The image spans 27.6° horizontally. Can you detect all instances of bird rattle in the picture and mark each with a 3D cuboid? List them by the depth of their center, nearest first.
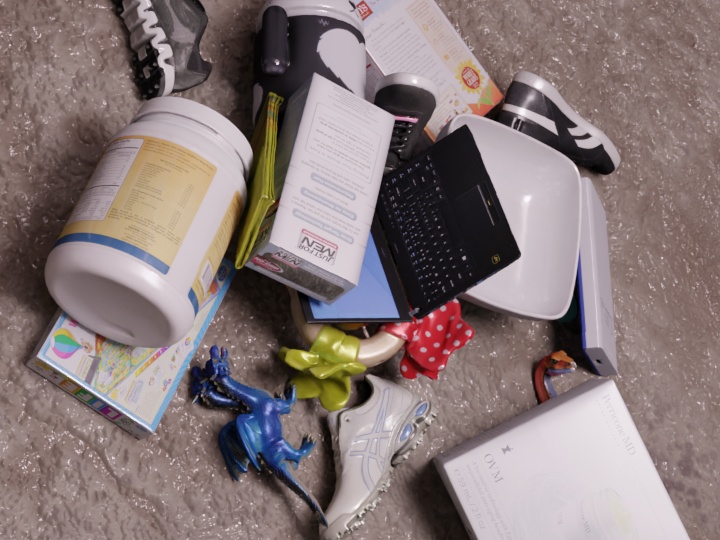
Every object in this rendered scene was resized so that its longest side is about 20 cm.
[{"bbox_3d":[0.006,0.048,1.482,0.198,0.113,0.164,-21,81,-14],"label":"bird rattle"}]

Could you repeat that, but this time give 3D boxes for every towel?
[{"bbox_3d":[-0.098,-0.090,1.419,0.018,0.087,0.201,15,33,-11],"label":"towel"}]

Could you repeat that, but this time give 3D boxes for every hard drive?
[{"bbox_3d":[0.272,0.009,1.709,0.132,0.025,0.202,44,42,-65],"label":"hard drive"}]

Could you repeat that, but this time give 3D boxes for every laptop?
[{"bbox_3d":[0.031,-0.049,1.460,0.103,0.199,0.178,34,30,-50],"label":"laptop"}]

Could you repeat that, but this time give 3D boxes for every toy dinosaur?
[{"bbox_3d":[0.236,0.189,1.636,0.199,0.105,0.182,-36,76,-26],"label":"toy dinosaur"}]

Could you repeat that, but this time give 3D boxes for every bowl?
[{"bbox_3d":[0.143,-0.049,1.587,0.198,0.074,0.202,19,67,-29],"label":"bowl"}]

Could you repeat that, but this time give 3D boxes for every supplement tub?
[{"bbox_3d":[-0.191,-0.045,1.359,0.144,0.144,0.201,33,58,-19],"label":"supplement tub"}]

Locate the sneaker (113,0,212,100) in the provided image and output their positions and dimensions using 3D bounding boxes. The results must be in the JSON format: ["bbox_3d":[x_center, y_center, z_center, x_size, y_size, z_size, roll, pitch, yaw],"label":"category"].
[{"bbox_3d":[-0.205,-0.276,1.525,0.090,0.066,0.202,-10,83,-38],"label":"sneaker"}]

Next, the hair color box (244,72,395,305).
[{"bbox_3d":[-0.037,-0.080,1.419,0.098,0.061,0.202,26,57,-21],"label":"hair color box"}]

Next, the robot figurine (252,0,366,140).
[{"bbox_3d":[-0.052,-0.206,1.558,0.123,0.150,0.202,3,71,-10],"label":"robot figurine"}]

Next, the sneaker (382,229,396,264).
[{"bbox_3d":[0.000,0.000,1.552,0.199,0.077,0.084,29,56,-20],"label":"sneaker"}]

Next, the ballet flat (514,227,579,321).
[{"bbox_3d":[0.187,-0.027,1.699,0.200,0.068,0.073,39,38,-11],"label":"ballet flat"}]

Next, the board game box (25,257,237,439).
[{"bbox_3d":[-0.218,0.042,1.422,0.134,0.034,0.201,36,58,-17],"label":"board game box"}]

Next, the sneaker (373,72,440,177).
[{"bbox_3d":[0.037,-0.135,1.556,0.070,0.200,0.100,11,72,-6],"label":"sneaker"}]

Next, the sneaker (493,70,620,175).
[{"bbox_3d":[0.224,-0.142,1.760,0.199,0.073,0.113,35,83,-36],"label":"sneaker"}]

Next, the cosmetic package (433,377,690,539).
[{"bbox_3d":[0.209,0.244,1.520,0.199,0.123,0.201,-26,88,-4],"label":"cosmetic package"}]

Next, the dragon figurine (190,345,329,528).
[{"bbox_3d":[-0.102,0.169,1.436,0.099,0.059,0.202,-11,76,-33],"label":"dragon figurine"}]

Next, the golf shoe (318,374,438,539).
[{"bbox_3d":[-0.006,0.192,1.496,0.097,0.078,0.200,35,51,2],"label":"golf shoe"}]

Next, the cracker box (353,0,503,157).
[{"bbox_3d":[0.057,-0.238,1.683,0.134,0.058,0.201,-42,99,-36],"label":"cracker box"}]
